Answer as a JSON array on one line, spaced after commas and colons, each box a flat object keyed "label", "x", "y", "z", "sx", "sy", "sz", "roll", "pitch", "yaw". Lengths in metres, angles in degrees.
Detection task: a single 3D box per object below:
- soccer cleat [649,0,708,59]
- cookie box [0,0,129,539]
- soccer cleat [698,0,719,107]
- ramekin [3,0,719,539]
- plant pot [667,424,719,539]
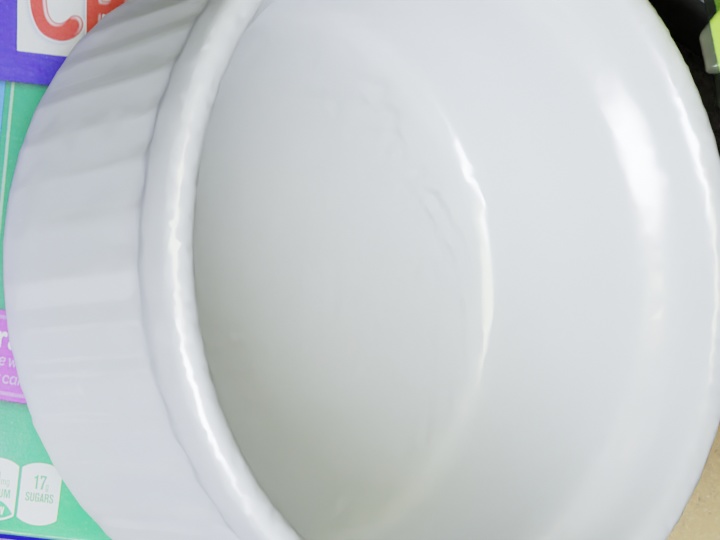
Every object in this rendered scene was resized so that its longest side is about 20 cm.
[{"label": "soccer cleat", "x": 0.139, "y": -0.084, "z": 0.899, "sx": 0.200, "sy": 0.070, "sz": 0.086, "roll": 38, "pitch": 77, "yaw": 3}, {"label": "cookie box", "x": -0.076, "y": -0.020, "z": 0.841, "sx": 0.171, "sy": 0.075, "sz": 0.201, "roll": 10, "pitch": 79, "yaw": -37}, {"label": "soccer cleat", "x": 0.140, "y": -0.047, "z": 0.807, "sx": 0.083, "sy": 0.065, "sz": 0.201, "roll": -12, "pitch": 59, "yaw": 10}, {"label": "ramekin", "x": 0.000, "y": 0.000, "z": 0.788, "sx": 0.200, "sy": 0.098, "sz": 0.201, "roll": 4, "pitch": 83, "yaw": -41}, {"label": "plant pot", "x": 0.084, "y": 0.107, "z": 0.890, "sx": 0.199, "sy": 0.027, "sz": 0.201, "roll": 0, "pitch": 80, "yaw": -2}]
